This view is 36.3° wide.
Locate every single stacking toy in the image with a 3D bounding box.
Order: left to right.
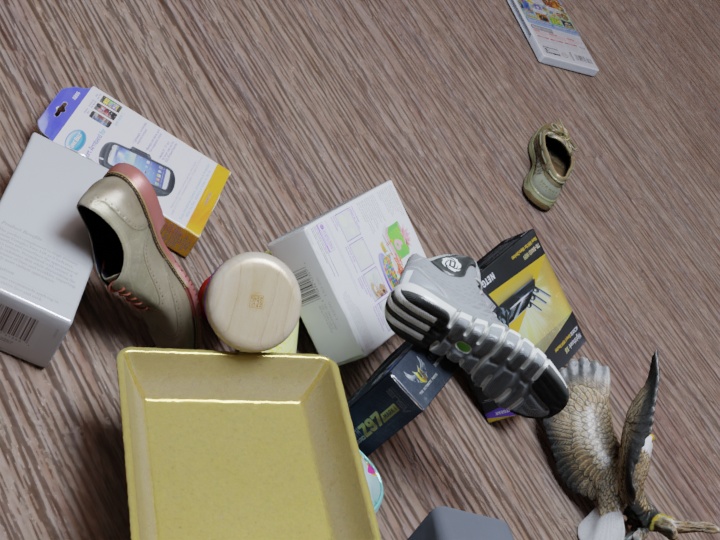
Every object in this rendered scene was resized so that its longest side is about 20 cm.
[{"bbox_3d":[-0.116,0.026,1.029,0.084,0.200,0.087,0,91,-16],"label":"stacking toy"}]

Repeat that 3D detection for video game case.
[{"bbox_3d":[0.332,-0.434,1.949,0.141,0.018,0.202,5,52,-36],"label":"video game case"}]

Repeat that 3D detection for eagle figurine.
[{"bbox_3d":[0.288,0.201,1.214,0.151,0.150,0.203,-62,130,-74],"label":"eagle figurine"}]

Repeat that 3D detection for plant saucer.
[{"bbox_3d":[-0.099,0.157,0.898,0.197,0.049,0.202,5,44,-22],"label":"plant saucer"}]

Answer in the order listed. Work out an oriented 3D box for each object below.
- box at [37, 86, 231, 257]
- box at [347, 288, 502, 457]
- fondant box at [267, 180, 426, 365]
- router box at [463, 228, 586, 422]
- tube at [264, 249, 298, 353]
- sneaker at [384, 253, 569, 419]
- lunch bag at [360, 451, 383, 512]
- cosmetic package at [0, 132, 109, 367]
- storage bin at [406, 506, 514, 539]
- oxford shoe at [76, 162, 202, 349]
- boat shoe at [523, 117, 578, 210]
[{"bbox_3d":[-0.243,-0.111,1.155,0.198,0.042,0.120,30,40,-10],"label":"box"},{"bbox_3d":[0.044,0.108,1.094,0.051,0.158,0.200,46,40,2],"label":"box"},{"bbox_3d":[0.000,0.000,1.188,0.199,0.058,0.146,-33,99,-55],"label":"fondant box"},{"bbox_3d":[0.179,0.060,1.296,0.199,0.052,0.159,-35,101,-51],"label":"router box"},{"bbox_3d":[-0.089,0.069,1.110,0.057,0.052,0.202,-1,50,9],"label":"tube"},{"bbox_3d":[0.119,0.046,1.034,0.199,0.075,0.116,35,38,-12],"label":"sneaker"},{"bbox_3d":[-0.082,0.204,0.960,0.161,0.077,0.200,46,41,4],"label":"lunch bag"},{"bbox_3d":[-0.293,-0.023,1.005,0.101,0.074,0.202,27,39,-17],"label":"cosmetic package"},{"bbox_3d":[0.078,0.304,0.924,0.144,0.201,0.135,18,34,-26],"label":"storage bin"},{"bbox_3d":[-0.205,0.009,1.000,0.075,0.070,0.203,-43,122,-45],"label":"oxford shoe"},{"bbox_3d":[0.291,-0.167,1.630,0.073,0.063,0.201,31,39,-11],"label":"boat shoe"}]
